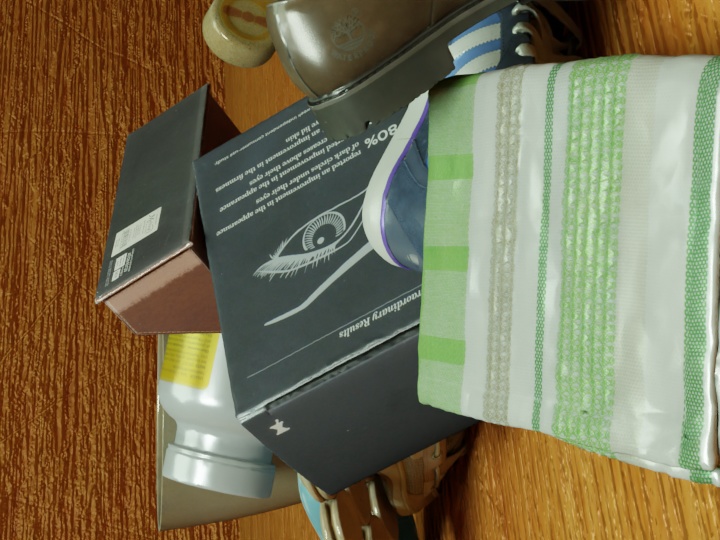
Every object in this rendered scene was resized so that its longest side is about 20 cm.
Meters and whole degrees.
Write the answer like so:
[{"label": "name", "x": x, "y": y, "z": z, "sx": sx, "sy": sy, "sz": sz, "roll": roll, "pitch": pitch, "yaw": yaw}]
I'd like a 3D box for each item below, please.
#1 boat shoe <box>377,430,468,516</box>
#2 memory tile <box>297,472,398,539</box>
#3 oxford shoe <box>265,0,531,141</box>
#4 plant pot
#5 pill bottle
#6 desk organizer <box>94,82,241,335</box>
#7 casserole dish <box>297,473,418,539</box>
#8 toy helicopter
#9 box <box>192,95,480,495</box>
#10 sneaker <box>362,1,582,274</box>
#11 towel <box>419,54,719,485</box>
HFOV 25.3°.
[{"label": "boat shoe", "x": 0.042, "y": 0.112, "z": 1.060, "sx": 0.200, "sy": 0.064, "sz": 0.073, "roll": 66, "pitch": -170, "yaw": -66}, {"label": "memory tile", "x": -0.007, "y": 0.127, "z": 1.033, "sx": 0.200, "sy": 0.017, "sz": 0.155, "roll": -81, "pitch": -28, "yaw": -66}, {"label": "oxford shoe", "x": 0.044, "y": -0.149, "z": 0.692, "sx": 0.085, "sy": 0.200, "sz": 0.073, "roll": 54, "pitch": 166, "yaw": -17}, {"label": "plant pot", "x": -0.065, "y": 0.113, "z": 1.298, "sx": 0.187, "sy": 0.197, "sz": 0.190, "roll": 180, "pitch": 90, "yaw": -81}, {"label": "pill bottle", "x": -0.083, "y": 0.056, "z": 1.152, "sx": 0.112, "sy": 0.111, "sz": 0.202, "roll": 167, "pitch": 116, "yaw": -81}, {"label": "desk organizer", "x": -0.107, "y": -0.028, "z": 1.017, "sx": 0.077, "sy": 0.071, "sz": 0.201, "roll": 51, "pitch": -161, "yaw": -28}, {"label": "casserole dish", "x": -0.001, "y": 0.169, "z": 1.134, "sx": 0.122, "sy": 0.038, "sz": 0.201, "roll": -93, "pitch": -19, "yaw": -48}, {"label": "toy helicopter", "x": -0.005, "y": -0.152, "z": 0.983, "sx": 0.133, "sy": 0.198, "sz": 0.079, "roll": 63, "pitch": 145, "yaw": 15}, {"label": "box", "x": 0.000, "y": 0.000, "z": 0.914, "sx": 0.104, "sy": 0.147, "sz": 0.201, "roll": 45, "pitch": -156, "yaw": -46}, {"label": "sneaker", "x": 0.092, "y": -0.079, "z": 0.771, "sx": 0.146, "sy": 0.080, "sz": 0.202, "roll": 13, "pitch": 74, "yaw": 50}, {"label": "towel", "x": 0.087, "y": -0.007, "z": 0.634, "sx": 0.199, "sy": 0.030, "sz": 0.151, "roll": 9, "pitch": 96, "yaw": 60}]
